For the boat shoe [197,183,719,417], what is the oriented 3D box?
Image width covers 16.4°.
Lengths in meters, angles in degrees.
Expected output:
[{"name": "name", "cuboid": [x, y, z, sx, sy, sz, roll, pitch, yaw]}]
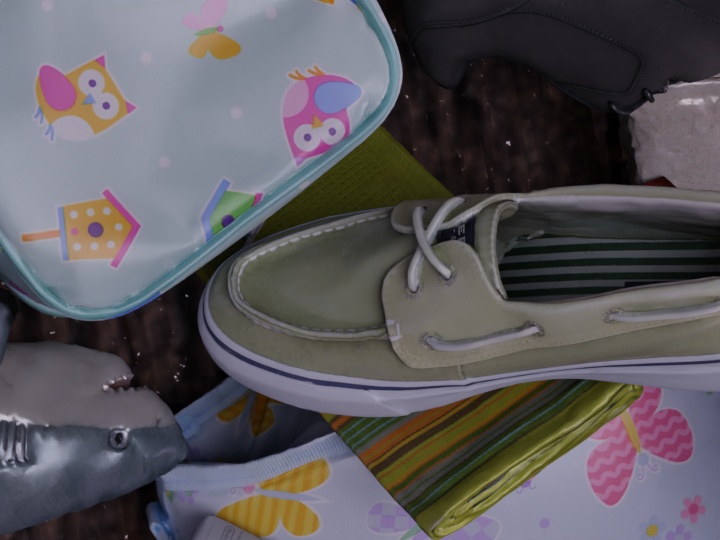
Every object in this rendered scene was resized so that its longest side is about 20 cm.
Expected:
[{"name": "boat shoe", "cuboid": [0.042, 0.000, 0.777, 0.200, 0.072, 0.062, -3, 146, 15]}]

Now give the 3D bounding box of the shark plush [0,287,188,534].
[{"name": "shark plush", "cuboid": [-0.152, 0.083, 0.793, 0.200, 0.091, 0.083, -38, 94, -30]}]

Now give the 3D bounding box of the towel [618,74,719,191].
[{"name": "towel", "cuboid": [0.169, -0.005, 0.933, 0.132, 0.034, 0.200, -7, 122, 4]}]

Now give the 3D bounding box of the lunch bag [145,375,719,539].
[{"name": "lunch bag", "cuboid": [0.038, 0.092, 0.892, 0.200, 0.127, 0.170, -26, 110, -6]}]

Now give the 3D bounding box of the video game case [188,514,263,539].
[{"name": "video game case", "cuboid": [-0.011, 0.200, 0.867, 0.182, 0.023, 0.200, 26, 119, -1]}]

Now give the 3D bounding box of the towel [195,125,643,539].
[{"name": "towel", "cuboid": [0.000, 0.000, 0.837, 0.086, 0.200, 0.018, -35, 145, -13]}]

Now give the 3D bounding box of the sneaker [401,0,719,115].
[{"name": "sneaker", "cuboid": [0.107, -0.097, 0.845, 0.200, 0.076, 0.091, 5, 118, 13]}]

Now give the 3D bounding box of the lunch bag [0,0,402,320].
[{"name": "lunch bag", "cuboid": [-0.088, -0.091, 0.819, 0.160, 0.077, 0.200, -37, 95, -12]}]

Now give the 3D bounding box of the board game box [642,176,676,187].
[{"name": "board game box", "cuboid": [0.146, 0.053, 0.834, 0.019, 0.200, 0.103, -24, 122, -6]}]
